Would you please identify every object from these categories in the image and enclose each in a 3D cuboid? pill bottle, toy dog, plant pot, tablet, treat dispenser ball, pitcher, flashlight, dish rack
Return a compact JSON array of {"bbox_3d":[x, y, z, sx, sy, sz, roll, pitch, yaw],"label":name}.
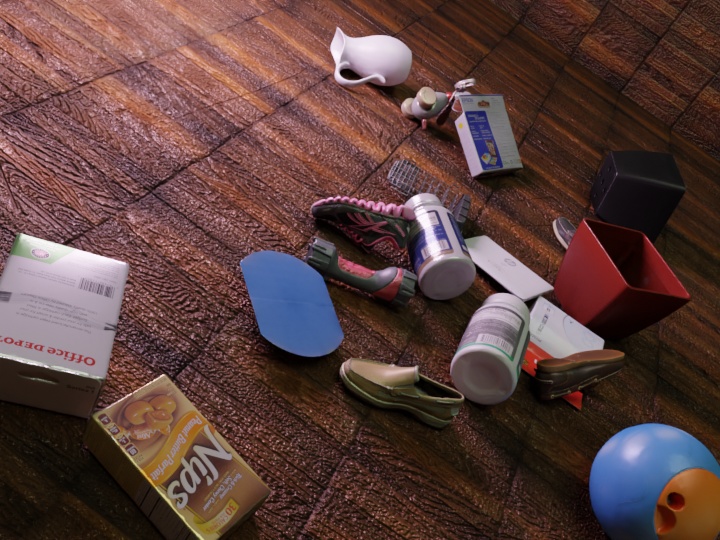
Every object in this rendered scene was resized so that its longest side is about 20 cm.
[{"bbox_3d":[0.142,-0.052,1.443,0.110,0.112,0.202,12,41,-27],"label":"pill bottle"},{"bbox_3d":[0.206,-0.407,1.911,0.197,0.132,0.098,-12,84,-8],"label":"toy dog"},{"bbox_3d":[0.529,0.036,1.590,0.197,0.177,0.202,9,41,-30],"label":"plant pot"},{"bbox_3d":[0.299,-0.009,1.573,0.129,0.014,0.200,-13,46,-46],"label":"tablet"},{"bbox_3d":[0.454,0.339,1.154,0.198,0.202,0.202,21,37,-17],"label":"treat dispenser ball"},{"bbox_3d":[0.027,-0.522,1.919,0.197,0.121,0.174,8,62,-16],"label":"pitcher"},{"bbox_3d":[0.000,0.000,1.308,0.198,0.068,0.068,24,37,-15],"label":"flashlight"},{"bbox_3d":[0.740,-0.215,2.050,0.175,0.202,0.201,17,37,-3],"label":"plant pot"},{"bbox_3d":[0.146,-0.159,1.622,0.198,0.055,0.154,30,32,-2],"label":"dish rack"},{"bbox_3d":[0.232,0.129,1.301,0.112,0.114,0.200,35,35,2],"label":"pill bottle"}]

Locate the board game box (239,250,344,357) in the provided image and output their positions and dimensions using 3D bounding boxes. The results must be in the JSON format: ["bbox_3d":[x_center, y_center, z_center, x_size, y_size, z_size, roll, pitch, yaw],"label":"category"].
[{"bbox_3d":[-0.114,0.060,1.177,0.156,0.039,0.202,8,47,-39],"label":"board game box"}]

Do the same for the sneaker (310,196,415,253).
[{"bbox_3d":[0.002,-0.083,1.405,0.197,0.097,0.079,8,0,-2],"label":"sneaker"}]

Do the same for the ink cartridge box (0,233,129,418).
[{"bbox_3d":[-0.375,0.065,0.920,0.144,0.085,0.202,18,39,-20],"label":"ink cartridge box"}]

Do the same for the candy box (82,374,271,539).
[{"bbox_3d":[-0.214,0.229,0.881,0.200,0.056,0.115,43,36,13],"label":"candy box"}]

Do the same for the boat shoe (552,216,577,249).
[{"bbox_3d":[0.530,-0.064,1.803,0.071,0.066,0.202,10,42,-28],"label":"boat shoe"}]

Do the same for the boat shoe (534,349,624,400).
[{"bbox_3d":[0.401,0.190,1.379,0.197,0.072,0.070,-7,7,-23],"label":"boat shoe"}]

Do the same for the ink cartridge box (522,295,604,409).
[{"bbox_3d":[0.382,0.153,1.449,0.159,0.048,0.200,36,34,3],"label":"ink cartridge box"}]

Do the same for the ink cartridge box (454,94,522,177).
[{"bbox_3d":[0.322,-0.344,1.913,0.196,0.047,0.203,-13,84,-45],"label":"ink cartridge box"}]

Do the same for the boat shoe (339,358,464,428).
[{"bbox_3d":[0.067,0.171,1.152,0.198,0.077,0.072,22,37,-16],"label":"boat shoe"}]
